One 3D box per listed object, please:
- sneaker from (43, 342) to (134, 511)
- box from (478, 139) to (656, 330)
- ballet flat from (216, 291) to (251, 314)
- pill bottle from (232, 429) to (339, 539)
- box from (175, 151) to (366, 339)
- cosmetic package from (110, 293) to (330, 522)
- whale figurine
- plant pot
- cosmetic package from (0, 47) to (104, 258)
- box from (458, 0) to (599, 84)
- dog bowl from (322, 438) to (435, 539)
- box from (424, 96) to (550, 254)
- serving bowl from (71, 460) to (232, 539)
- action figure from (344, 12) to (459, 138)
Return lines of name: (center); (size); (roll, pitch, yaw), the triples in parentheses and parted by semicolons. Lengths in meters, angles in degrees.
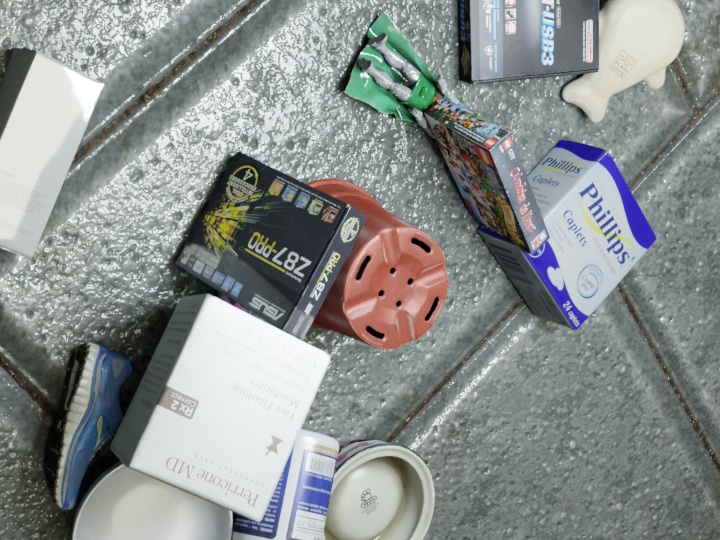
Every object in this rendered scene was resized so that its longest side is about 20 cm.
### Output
sneaker: (-0.318, 0.192, 1.227); (0.088, 0.078, 0.203); (16, 94, -29)
box: (0.306, -0.053, 1.510); (0.200, 0.105, 0.184); (-46, 121, -13)
ballet flat: (-0.173, 0.105, 1.302); (0.070, 0.069, 0.203); (4, 96, -10)
pill bottle: (-0.099, 0.305, 1.306); (0.115, 0.115, 0.203); (21, 73, -32)
box: (-0.108, -0.034, 1.220); (0.049, 0.199, 0.163); (29, 89, -55)
cosmetic package: (-0.163, 0.152, 1.176); (0.163, 0.165, 0.202); (27, 78, -17)
whale figurine: (0.376, -0.319, 1.500); (0.158, 0.104, 0.201); (31, 109, -14)
plant pot: (0.000, 0.000, 1.293); (0.198, 0.195, 0.204); (-8, 107, -28)
cosmetic package: (-0.362, -0.129, 1.103); (0.084, 0.107, 0.202); (24, 91, -32)
box: (0.230, -0.364, 1.400); (0.195, 0.050, 0.203); (-7, 106, -15)
dog bowl: (0.006, 0.329, 1.452); (0.198, 0.074, 0.203); (-8, 106, -27)
box: (0.169, -0.125, 1.366); (0.038, 0.136, 0.201); (-40, 134, -10)
serving bowl: (-0.261, 0.315, 1.272); (0.197, 0.066, 0.203); (-5, 100, -25)
action figure: (0.078, -0.234, 1.365); (0.199, 0.054, 0.119); (32, 83, -36)
